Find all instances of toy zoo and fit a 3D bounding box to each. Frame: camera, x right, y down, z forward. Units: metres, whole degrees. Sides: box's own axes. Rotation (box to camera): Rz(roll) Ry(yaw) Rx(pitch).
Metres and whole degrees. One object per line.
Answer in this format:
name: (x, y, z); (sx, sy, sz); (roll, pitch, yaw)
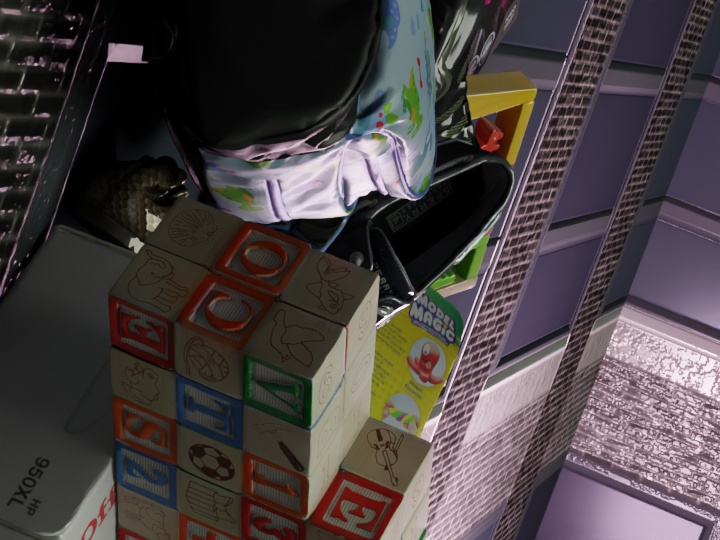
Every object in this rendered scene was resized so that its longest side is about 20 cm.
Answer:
toy zoo: (0.038, -0.049, 1.449); (0.131, 0.020, 0.201); (-18, 142, -32)

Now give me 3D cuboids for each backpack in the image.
backpack: (-0.028, -0.094, 1.013); (0.200, 0.153, 0.164); (116, -32, -67)

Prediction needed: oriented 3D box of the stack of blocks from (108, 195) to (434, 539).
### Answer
stack of blocks: (-0.034, 0.076, 0.933); (0.201, 0.114, 0.059); (93, 23, -48)

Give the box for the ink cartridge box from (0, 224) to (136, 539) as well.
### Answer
ink cartridge box: (-0.126, 0.102, 1.033); (0.201, 0.084, 0.145); (94, 21, -52)

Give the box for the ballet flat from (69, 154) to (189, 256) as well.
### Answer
ballet flat: (-0.081, -0.010, 1.092); (0.047, 0.067, 0.200); (-57, 160, -7)

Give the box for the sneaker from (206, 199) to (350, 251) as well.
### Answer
sneaker: (-0.019, -0.070, 1.234); (0.201, 0.075, 0.079); (-63, 170, -16)

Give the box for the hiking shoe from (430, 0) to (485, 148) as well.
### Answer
hiking shoe: (0.032, -0.083, 1.342); (0.100, 0.076, 0.201); (2, 119, -43)

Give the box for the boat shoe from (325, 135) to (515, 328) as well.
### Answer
boat shoe: (0.000, 0.000, 1.250); (0.200, 0.068, 0.072); (-36, 114, -20)

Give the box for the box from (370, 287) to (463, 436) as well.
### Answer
box: (-0.021, 0.080, 1.388); (0.048, 0.117, 0.201); (-3, -126, 55)

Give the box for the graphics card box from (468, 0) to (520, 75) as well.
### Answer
graphics card box: (0.062, -0.197, 1.407); (0.126, 0.051, 0.201); (-55, 163, -40)
